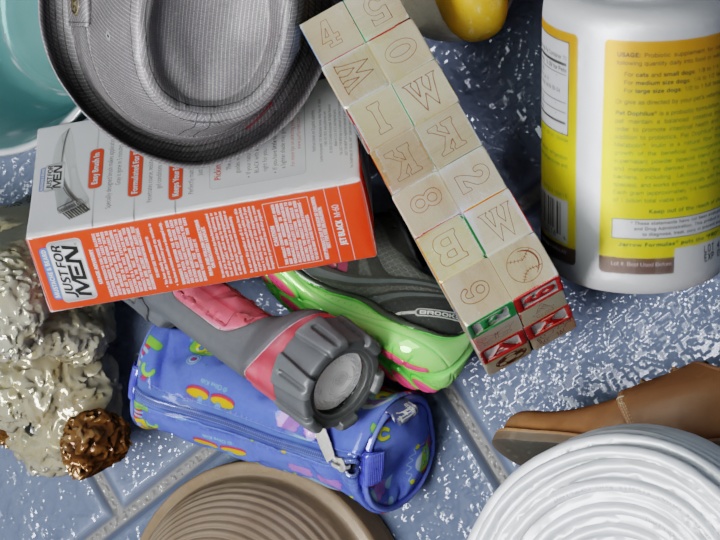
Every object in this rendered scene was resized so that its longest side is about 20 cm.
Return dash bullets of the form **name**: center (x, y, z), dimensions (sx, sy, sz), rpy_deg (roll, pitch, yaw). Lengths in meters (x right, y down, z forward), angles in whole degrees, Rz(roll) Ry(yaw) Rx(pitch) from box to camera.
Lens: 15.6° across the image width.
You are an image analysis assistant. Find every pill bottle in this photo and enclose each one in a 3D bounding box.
- **pill bottle**: center (0.154, -0.096, 1.448), dimensions (0.109, 0.109, 0.201), rpy_deg (11, 114, 28)

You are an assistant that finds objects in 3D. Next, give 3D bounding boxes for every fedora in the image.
- **fedora**: center (-0.089, -0.158, 1.478), dimensions (0.176, 0.090, 0.201), rpy_deg (11, 90, -16)

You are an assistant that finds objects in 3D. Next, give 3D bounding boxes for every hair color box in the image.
- **hair color box**: center (-0.093, -0.047, 1.566), dimensions (0.199, 0.111, 0.064), rpy_deg (-8, 129, 5)

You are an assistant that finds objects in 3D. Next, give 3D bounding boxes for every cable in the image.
- **cable**: center (0.144, 0.182, 1.371), dimensions (0.200, 0.069, 0.200), rpy_deg (48, 111, 17)

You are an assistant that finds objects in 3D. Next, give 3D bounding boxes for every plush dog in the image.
- **plush dog**: center (-0.204, 0.048, 1.679), dimensions (0.200, 0.160, 0.173), rpy_deg (15, 116, 56)

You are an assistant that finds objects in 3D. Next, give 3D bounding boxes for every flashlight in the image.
- **flashlight**: center (-0.072, 0.023, 1.570), dimensions (0.200, 0.068, 0.068), rpy_deg (36, 150, 38)

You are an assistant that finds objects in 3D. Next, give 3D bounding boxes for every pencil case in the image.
- **pencil case**: center (-0.051, 0.086, 1.607), dimensions (0.199, 0.087, 0.079), rpy_deg (18, 108, 28)

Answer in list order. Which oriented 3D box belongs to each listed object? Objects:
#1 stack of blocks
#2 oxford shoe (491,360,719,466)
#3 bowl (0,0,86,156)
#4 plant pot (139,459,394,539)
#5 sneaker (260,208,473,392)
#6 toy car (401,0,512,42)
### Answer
- **stack of blocks**: center (0.045, -0.051, 1.472), dimensions (0.058, 0.115, 0.201), rpy_deg (-29, 73, 1)
- **oxford shoe**: center (0.170, 0.087, 1.477), dimensions (0.199, 0.071, 0.072), rpy_deg (-2, 63, 27)
- **bowl**: center (-0.206, -0.172, 1.668), dimensions (0.200, 0.105, 0.202), rpy_deg (2, 93, 28)
- **plant pot**: center (-0.073, 0.219, 1.622), dimensions (0.200, 0.093, 0.202), rpy_deg (1, 92, 28)
- **sneaker**: center (0.000, 0.000, 1.594), dimensions (0.200, 0.077, 0.084), rpy_deg (34, 72, 30)
- **toy car**: center (0.071, -0.237, 1.501), dimensions (0.149, 0.175, 0.201), rpy_deg (-20, 82, -8)
